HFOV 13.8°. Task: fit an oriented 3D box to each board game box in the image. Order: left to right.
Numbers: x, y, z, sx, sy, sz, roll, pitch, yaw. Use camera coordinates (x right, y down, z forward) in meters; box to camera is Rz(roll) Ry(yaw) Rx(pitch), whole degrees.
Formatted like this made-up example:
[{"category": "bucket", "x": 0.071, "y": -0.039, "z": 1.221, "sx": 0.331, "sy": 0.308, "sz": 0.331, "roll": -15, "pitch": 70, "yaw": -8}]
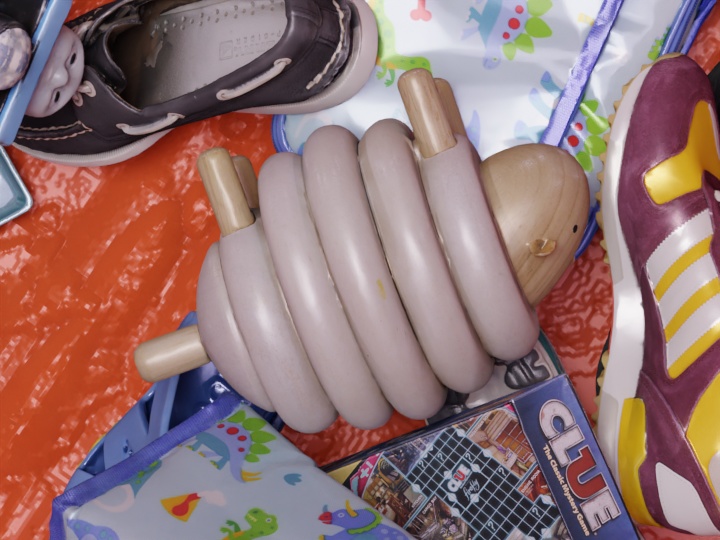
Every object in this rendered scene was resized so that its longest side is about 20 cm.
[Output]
[{"category": "board game box", "x": 0.044, "y": 0.132, "z": 1.254, "sx": 0.035, "sy": 0.200, "sz": 0.136, "roll": -24, "pitch": 90, "yaw": -37}]

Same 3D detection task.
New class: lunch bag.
[{"category": "lunch bag", "x": -0.031, "y": 0.181, "z": 1.236, "sx": 0.127, "sy": 0.201, "sz": 0.170, "roll": -29, "pitch": 47, "yaw": -33}, {"category": "lunch bag", "x": 0.063, "y": -0.108, "z": 1.299, "sx": 0.160, "sy": 0.082, "sz": 0.201, "roll": 25, "pitch": 93, "yaw": -1}]

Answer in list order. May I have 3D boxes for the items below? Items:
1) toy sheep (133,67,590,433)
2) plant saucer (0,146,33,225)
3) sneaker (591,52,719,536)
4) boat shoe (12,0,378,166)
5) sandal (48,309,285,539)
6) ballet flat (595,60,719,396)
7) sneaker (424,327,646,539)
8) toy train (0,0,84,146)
[{"category": "toy sheep", "x": 0.000, "y": 0.000, "z": 1.215, "sx": 0.199, "sy": 0.138, "sz": 0.138, "roll": -21, "pitch": 90, "yaw": 11}, {"category": "plant saucer", "x": -0.223, "y": -0.099, "z": 1.342, "sx": 0.070, "sy": 0.019, "sz": 0.201, "roll": -29, "pitch": 90, "yaw": 2}, {"category": "sneaker", "x": 0.150, "y": 0.009, "z": 1.239, "sx": 0.090, "sy": 0.075, "sz": 0.201, "roll": 1, "pitch": 88, "yaw": 32}, {"category": "boat shoe", "x": -0.090, "y": -0.089, "z": 1.276, "sx": 0.199, "sy": 0.060, "sz": 0.074, "roll": -4, "pitch": 79, "yaw": 33}, {"category": "sandal", "x": -0.080, "y": 0.081, "z": 1.304, "sx": 0.079, "sy": 0.087, "sz": 0.201, "roll": 27, "pitch": 93, "yaw": 0}, {"category": "ballet flat", "x": 0.159, "y": -0.016, "z": 1.317, "sx": 0.057, "sy": 0.066, "sz": 0.201, "roll": 21, "pitch": 92, "yaw": -41}, {"category": "sneaker", "x": 0.090, "y": 0.105, "z": 1.299, "sx": 0.077, "sy": 0.080, "sz": 0.201, "roll": -17, "pitch": 95, "yaw": 16}, {"category": "toy train", "x": -0.201, "y": -0.116, "z": 1.248, "sx": 0.199, "sy": 0.114, "sz": 0.087, "roll": 25, "pitch": 96, "yaw": 30}]
